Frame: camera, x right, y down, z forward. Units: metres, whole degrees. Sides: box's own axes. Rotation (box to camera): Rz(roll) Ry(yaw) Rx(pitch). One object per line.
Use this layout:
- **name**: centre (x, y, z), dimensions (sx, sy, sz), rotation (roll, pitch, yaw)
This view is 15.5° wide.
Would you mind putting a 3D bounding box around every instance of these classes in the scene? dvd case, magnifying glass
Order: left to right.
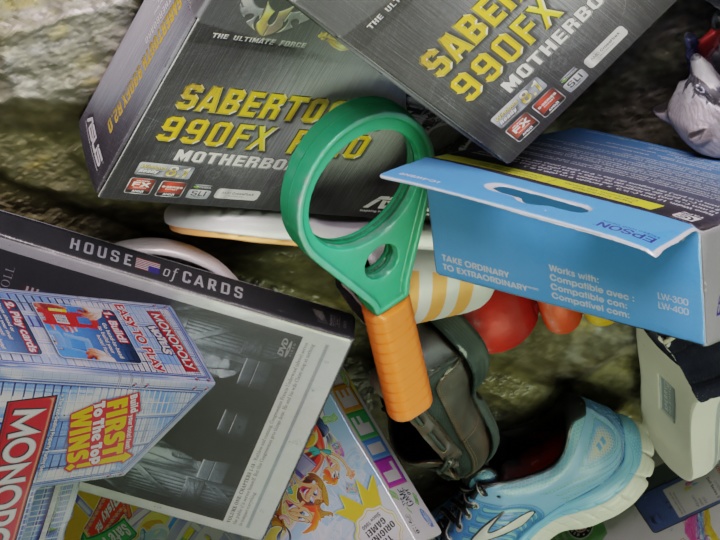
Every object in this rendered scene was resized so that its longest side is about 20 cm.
- **dvd case**: centre (-0.120, 0.054, 1.334), dimensions (0.199, 0.025, 0.151), rotation (16, 128, -11)
- **magnifying glass**: centre (0.009, -0.001, 1.268), dimensions (0.079, 0.022, 0.201), rotation (-33, 140, -19)

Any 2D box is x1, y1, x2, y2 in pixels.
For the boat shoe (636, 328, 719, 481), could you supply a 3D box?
- **boat shoe**: centre (0.209, 0.050, 1.541), dimensions (0.068, 0.072, 0.200), rotation (-32, 144, -18)

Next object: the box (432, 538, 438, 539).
- **box**: centre (-0.034, 0.227, 1.491), dimensions (0.200, 0.050, 0.198), rotation (-35, 178, 4)

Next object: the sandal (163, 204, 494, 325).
- **sandal**: centre (-0.003, -0.001, 1.339), dimensions (0.206, 0.079, 0.060), rotation (4, 98, -20)

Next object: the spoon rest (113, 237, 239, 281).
- **spoon rest**: centre (-0.117, 0.053, 1.376), dimensions (0.099, 0.061, 0.200), rotation (11, 141, -10)

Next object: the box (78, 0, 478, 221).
- **box**: centre (-0.011, -0.094, 1.236), dimensions (0.199, 0.049, 0.159), rotation (4, 141, -30)

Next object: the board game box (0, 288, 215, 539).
- **board game box**: centre (-0.178, 0.083, 1.251), dimensions (0.199, 0.062, 0.201), rotation (-6, 134, -29)

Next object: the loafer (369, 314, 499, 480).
- **loafer**: centre (0.032, 0.075, 1.455), dimensions (0.063, 0.072, 0.200), rotation (-44, 160, -15)

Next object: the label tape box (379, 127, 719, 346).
- **label tape box**: centre (0.114, -0.014, 1.228), dimensions (0.200, 0.143, 0.066), rotation (-18, 119, -57)

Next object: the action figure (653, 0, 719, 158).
- **action figure**: centre (0.228, -0.122, 1.268), dimensions (0.193, 0.105, 0.200), rotation (-32, 149, 3)

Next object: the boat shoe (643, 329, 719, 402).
- **boat shoe**: centre (0.228, -0.011, 1.338), dimensions (0.199, 0.093, 0.075), rotation (-29, -173, 23)

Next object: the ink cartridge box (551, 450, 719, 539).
- **ink cartridge box**: centre (0.223, 0.177, 1.653), dimensions (0.199, 0.146, 0.088), rotation (-25, 145, 11)

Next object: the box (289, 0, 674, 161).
- **box**: centre (0.078, -0.159, 1.120), dimensions (0.200, 0.048, 0.158), rotation (-44, 135, 13)

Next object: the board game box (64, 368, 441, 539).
- **board game box**: centre (-0.069, 0.140, 1.467), dimensions (0.200, 0.135, 0.034), rotation (-36, 170, 24)

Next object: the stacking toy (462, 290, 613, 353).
- **stacking toy**: centre (0.139, -0.006, 1.423), dimensions (0.199, 0.086, 0.085), rotation (-15, 147, 7)

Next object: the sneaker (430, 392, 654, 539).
- **sneaker**: centre (0.076, 0.135, 1.606), dimensions (0.200, 0.079, 0.090), rotation (-38, 129, 15)
